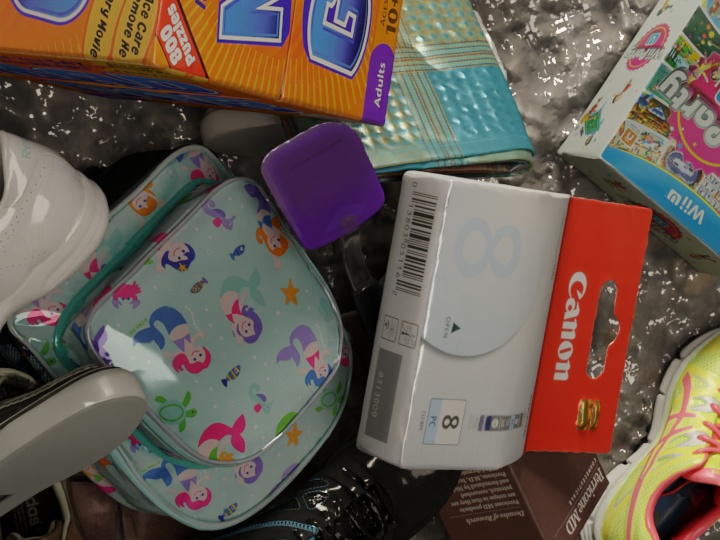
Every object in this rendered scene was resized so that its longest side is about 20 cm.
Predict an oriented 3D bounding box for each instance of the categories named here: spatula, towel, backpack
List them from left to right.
[{"bbox_3d":[-0.099,0.045,0.966,0.178,0.150,0.200,-45,119,-27],"label":"backpack"},{"bbox_3d":[0.000,0.000,0.943,0.056,0.021,0.200,-32,135,-10],"label":"spatula"},{"bbox_3d":[0.008,-0.131,0.992,0.146,0.022,0.200,-6,56,-21],"label":"towel"}]

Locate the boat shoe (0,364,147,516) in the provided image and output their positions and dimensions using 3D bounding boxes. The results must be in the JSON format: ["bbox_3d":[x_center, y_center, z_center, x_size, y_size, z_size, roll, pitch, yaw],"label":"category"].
[{"bbox_3d":[-0.193,0.087,0.882,0.071,0.200,0.064,6,58,-52],"label":"boat shoe"}]

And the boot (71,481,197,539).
[{"bbox_3d":[-0.187,0.211,1.006,0.200,0.072,0.167,0,83,-19],"label":"boot"}]

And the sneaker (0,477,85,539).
[{"bbox_3d":[-0.179,0.180,0.942,0.070,0.076,0.200,-20,71,-9],"label":"sneaker"}]

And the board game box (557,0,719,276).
[{"bbox_3d":[0.249,-0.116,1.136,0.147,0.064,0.200,36,83,-22],"label":"board game box"}]

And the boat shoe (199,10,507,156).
[{"bbox_3d":[-0.007,-0.119,1.031,0.200,0.072,0.069,-14,80,-14],"label":"boat shoe"}]

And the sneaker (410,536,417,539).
[{"bbox_3d":[-0.033,0.242,1.063,0.079,0.095,0.200,33,60,17],"label":"sneaker"}]

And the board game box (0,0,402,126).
[{"bbox_3d":[-0.106,-0.193,0.863,0.200,0.200,0.200,7,92,-58],"label":"board game box"}]

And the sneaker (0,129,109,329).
[{"bbox_3d":[-0.221,0.015,0.851,0.200,0.075,0.088,-53,138,-4],"label":"sneaker"}]

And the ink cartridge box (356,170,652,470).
[{"bbox_3d":[0.099,0.034,0.974,0.200,0.047,0.160,6,96,-36],"label":"ink cartridge box"}]

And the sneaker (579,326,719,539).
[{"bbox_3d":[0.235,0.125,1.143,0.078,0.090,0.200,36,81,-20],"label":"sneaker"}]

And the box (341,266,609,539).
[{"bbox_3d":[0.075,0.084,1.061,0.100,0.075,0.200,-47,118,-50],"label":"box"}]

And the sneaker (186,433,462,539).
[{"bbox_3d":[-0.020,0.157,0.983,0.200,0.082,0.073,-31,100,-11],"label":"sneaker"}]
